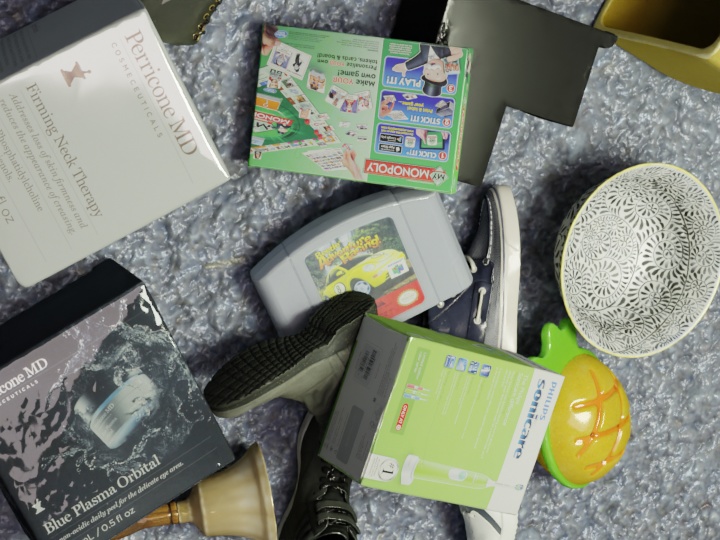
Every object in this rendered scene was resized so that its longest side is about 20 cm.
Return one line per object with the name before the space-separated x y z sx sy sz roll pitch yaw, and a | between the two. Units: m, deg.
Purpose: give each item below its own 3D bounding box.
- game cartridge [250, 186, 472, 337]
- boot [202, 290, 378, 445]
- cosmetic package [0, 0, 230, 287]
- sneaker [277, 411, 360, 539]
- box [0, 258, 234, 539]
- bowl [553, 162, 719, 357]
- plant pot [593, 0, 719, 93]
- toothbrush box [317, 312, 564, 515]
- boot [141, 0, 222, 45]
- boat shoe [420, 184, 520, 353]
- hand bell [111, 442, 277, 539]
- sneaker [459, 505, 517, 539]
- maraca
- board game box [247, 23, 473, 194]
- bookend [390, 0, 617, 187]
game cartridge | 0.000 0.000 1.699 0.198 0.041 0.134 -27 118 -2
boot | -0.046 0.120 1.669 0.199 0.068 0.132 -30 123 -21
cosmetic package | -0.244 -0.122 1.496 0.199 0.166 0.169 -28 112 -4
sneaker | -0.025 0.214 1.734 0.070 0.099 0.202 15 94 -25
box | -0.252 0.129 1.598 0.196 0.117 0.201 -32 112 -15
bowl | 0.271 -0.018 1.822 0.199 0.094 0.203 -6 103 -24
plant pot | 0.399 -0.265 1.779 0.199 0.194 0.197 31 88 -33
toothbrush box | 0.078 0.139 1.672 0.198 0.086 0.147 15 96 -34
boot | -0.119 -0.263 1.601 0.198 0.077 0.140 8 103 -13
boat shoe | 0.109 0.014 1.770 0.092 0.075 0.203 0 91 -8
hand bell | -0.187 0.234 1.681 0.198 0.104 0.105 -9 106 -11
sneaker | 0.093 0.212 1.803 0.128 0.079 0.202 -1 107 -19
maraca | 0.218 0.140 1.817 0.138 0.106 0.201 -61 137 -32
board game box | -0.001 -0.151 1.632 0.198 0.029 0.136 9 97 12
bookend | 0.123 -0.169 1.719 0.198 0.092 0.201 13 98 -28
